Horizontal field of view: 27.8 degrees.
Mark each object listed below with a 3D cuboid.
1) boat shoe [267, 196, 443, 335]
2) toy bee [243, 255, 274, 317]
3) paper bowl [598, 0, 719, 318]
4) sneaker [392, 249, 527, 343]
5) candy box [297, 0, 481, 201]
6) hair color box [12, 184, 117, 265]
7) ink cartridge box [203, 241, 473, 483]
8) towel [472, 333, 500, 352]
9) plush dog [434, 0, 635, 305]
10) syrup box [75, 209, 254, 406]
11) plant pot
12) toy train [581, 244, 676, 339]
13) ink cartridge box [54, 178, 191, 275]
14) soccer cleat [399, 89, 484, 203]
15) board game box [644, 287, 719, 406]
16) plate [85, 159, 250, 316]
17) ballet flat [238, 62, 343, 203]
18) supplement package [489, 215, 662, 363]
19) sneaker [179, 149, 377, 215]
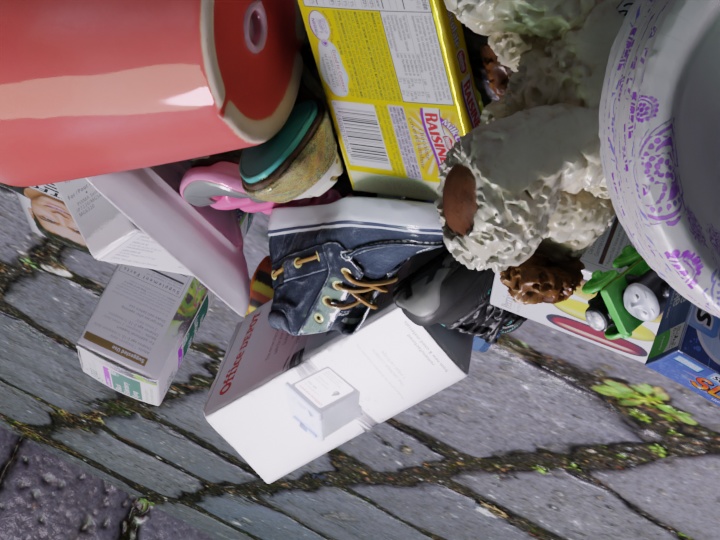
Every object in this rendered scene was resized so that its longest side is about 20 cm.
[{"bbox_3d":[0.000,0.000,0.994,0.070,0.092,0.200,4,176,-31],"label":"boat shoe"},{"bbox_3d":[-0.042,0.063,1.305,0.199,0.109,0.131,26,179,-39],"label":"toy bee"},{"bbox_3d":[0.210,-0.069,0.681,0.200,0.201,0.104,29,-177,-12],"label":"paper bowl"},{"bbox_3d":[0.089,0.012,1.043,0.075,0.200,0.080,-32,88,26],"label":"sneaker"},{"bbox_3d":[0.017,-0.130,0.877,0.102,0.026,0.201,8,132,31],"label":"candy box"},{"bbox_3d":[-0.267,-0.081,1.356,0.098,0.061,0.200,22,160,6],"label":"hair color box"},{"bbox_3d":[-0.011,0.056,1.135,0.199,0.147,0.086,-33,111,27],"label":"ink cartridge box"},{"bbox_3d":[0.033,0.006,1.245,0.199,0.049,0.112,26,168,1],"label":"towel"},{"bbox_3d":[0.116,-0.077,0.813,0.159,0.201,0.172,4,162,-5],"label":"plush dog"},{"bbox_3d":[-0.166,0.007,1.259,0.081,0.201,0.079,23,159,3],"label":"syrup box"},{"bbox_3d":[-0.140,-0.150,0.896,0.176,0.202,0.201,3,153,21],"label":"plant pot"},{"bbox_3d":[0.201,-0.022,0.823,0.056,0.200,0.042,-13,109,55],"label":"toy train"},{"bbox_3d":[-0.188,-0.083,1.141,0.177,0.045,0.200,58,-168,13],"label":"ink cartridge box"},{"bbox_3d":[0.065,-0.095,0.984,0.083,0.065,0.201,-14,147,-5],"label":"soccer cleat"},{"bbox_3d":[0.242,-0.008,0.775,0.135,0.201,0.034,28,155,-11],"label":"board game box"},{"bbox_3d":[-0.151,-0.086,1.110,0.032,0.201,0.200,-32,134,13],"label":"plate"},{"bbox_3d":[-0.042,-0.085,0.964,0.070,0.071,0.200,32,-160,-20],"label":"ballet flat"},{"bbox_3d":[0.198,-0.008,0.951,0.199,0.110,0.114,21,159,10],"label":"supplement package"},{"bbox_3d":[-0.054,-0.087,1.095,0.079,0.096,0.199,-11,167,34],"label":"sneaker"}]
